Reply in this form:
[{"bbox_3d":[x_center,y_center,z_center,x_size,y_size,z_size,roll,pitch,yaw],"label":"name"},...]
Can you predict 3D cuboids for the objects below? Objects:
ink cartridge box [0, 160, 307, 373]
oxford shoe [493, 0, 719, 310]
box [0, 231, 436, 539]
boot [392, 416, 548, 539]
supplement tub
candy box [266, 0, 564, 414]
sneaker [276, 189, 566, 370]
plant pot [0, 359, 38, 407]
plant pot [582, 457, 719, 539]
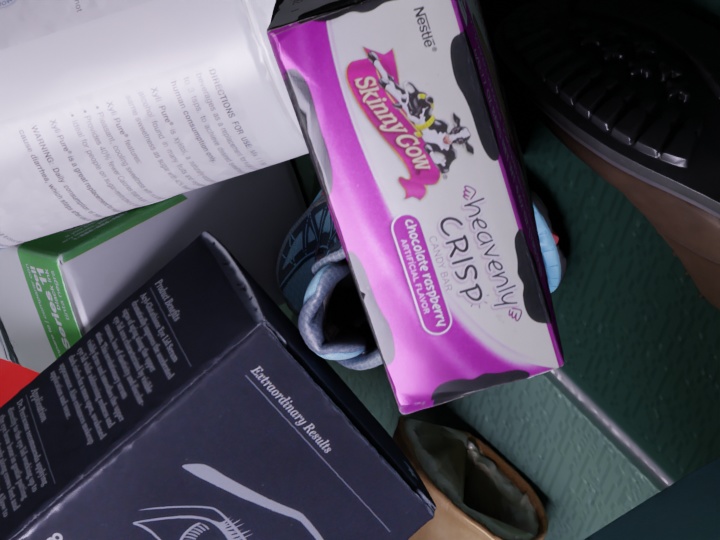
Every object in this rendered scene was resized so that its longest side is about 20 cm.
[{"bbox_3d":[-0.137,-0.013,0.929,0.199,0.146,0.084,10,124,53],"label":"ink cartridge box"},{"bbox_3d":[0.119,-0.026,0.586,0.200,0.072,0.085,42,152,30],"label":"oxford shoe"},{"bbox_3d":[-0.090,0.110,0.801,0.148,0.199,0.104,51,179,-32],"label":"box"},{"bbox_3d":[0.010,0.153,0.915,0.175,0.066,0.202,38,133,26],"label":"boot"},{"bbox_3d":[-0.107,-0.091,0.714,0.132,0.198,0.134,-15,-90,-80],"label":"supplement tub"},{"bbox_3d":[0.021,-0.059,0.609,0.200,0.060,0.138,-89,-18,-66],"label":"candy box"},{"bbox_3d":[0.000,0.000,0.774,0.199,0.095,0.080,-12,106,60],"label":"sneaker"},{"bbox_3d":[-0.176,0.159,1.130,0.200,0.200,0.178,44,160,24],"label":"plant pot"},{"bbox_3d":[0.170,0.140,0.568,0.200,0.160,0.202,38,146,32],"label":"plant pot"}]
